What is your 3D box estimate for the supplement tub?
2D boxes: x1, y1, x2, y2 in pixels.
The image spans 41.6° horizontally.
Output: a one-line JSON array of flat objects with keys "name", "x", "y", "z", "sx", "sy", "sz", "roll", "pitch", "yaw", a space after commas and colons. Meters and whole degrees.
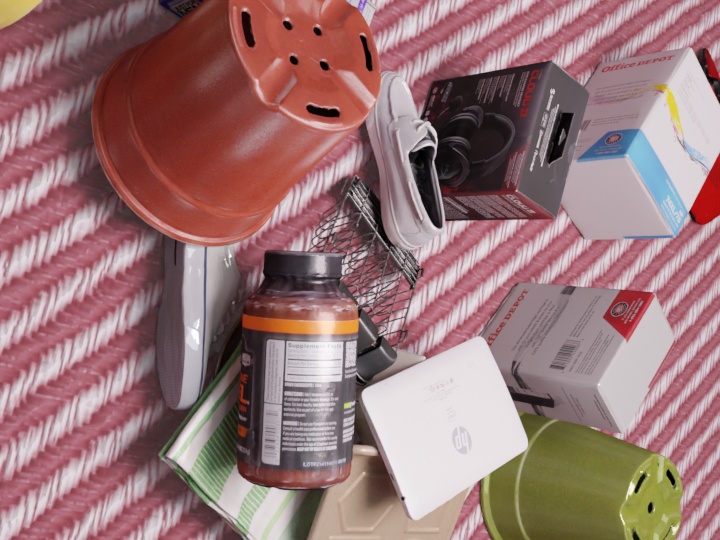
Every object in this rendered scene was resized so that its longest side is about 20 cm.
[{"name": "supplement tub", "x": -0.055, "y": 0.084, "z": 0.842, "sx": 0.106, "sy": 0.106, "sz": 0.203, "roll": 2, "pitch": 91, "yaw": -39}]

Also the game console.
[{"name": "game console", "x": 0.527, "y": -0.206, "z": 1.459, "sx": 0.171, "sy": 0.119, "sz": 0.201, "roll": -35, "pitch": 115, "yaw": 1}]

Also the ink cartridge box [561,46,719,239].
[{"name": "ink cartridge box", "x": 0.361, "y": -0.163, "z": 1.240, "sx": 0.146, "sy": 0.146, "sz": 0.201, "roll": 49, "pitch": 63, "yaw": -28}]

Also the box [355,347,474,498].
[{"name": "box", "x": 0.055, "y": 0.182, "z": 1.022, "sx": 0.082, "sy": 0.068, "sz": 0.201, "roll": -50, "pitch": 132, "yaw": -30}]

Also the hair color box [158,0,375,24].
[{"name": "hair color box", "x": -0.086, "y": -0.260, "z": 0.926, "sx": 0.199, "sy": 0.064, "sz": 0.111, "roll": 27, "pitch": 74, "yaw": -35}]

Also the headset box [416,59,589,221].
[{"name": "headset box", "x": 0.151, "y": -0.136, "z": 1.034, "sx": 0.077, "sy": 0.199, "sz": 0.151, "roll": 26, "pitch": 76, "yaw": -36}]

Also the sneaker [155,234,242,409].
[{"name": "sneaker", "x": -0.143, "y": 0.027, "z": 0.877, "sx": 0.070, "sy": 0.073, "sz": 0.203, "roll": 6, "pitch": 86, "yaw": -34}]

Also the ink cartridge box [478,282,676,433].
[{"name": "ink cartridge box", "x": 0.244, "y": 0.096, "z": 1.118, "sx": 0.145, "sy": 0.199, "sz": 0.084, "roll": -50, "pitch": 123, "yaw": -26}]

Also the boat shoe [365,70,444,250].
[{"name": "boat shoe", "x": 0.053, "y": -0.126, "z": 1.016, "sx": 0.071, "sy": 0.068, "sz": 0.203, "roll": 15, "pitch": 65, "yaw": -43}]

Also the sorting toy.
[{"name": "sorting toy", "x": 0.021, "y": 0.263, "z": 0.961, "sx": 0.183, "sy": 0.036, "sz": 0.202, "roll": 12, "pitch": 107, "yaw": -37}]

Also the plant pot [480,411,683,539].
[{"name": "plant pot", "x": 0.281, "y": 0.273, "z": 1.157, "sx": 0.198, "sy": 0.189, "sz": 0.204, "roll": -2, "pitch": 93, "yaw": -39}]

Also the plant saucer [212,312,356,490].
[{"name": "plant saucer", "x": -0.076, "y": 0.115, "z": 0.951, "sx": 0.199, "sy": 0.036, "sz": 0.204, "roll": -4, "pitch": 96, "yaw": -43}]

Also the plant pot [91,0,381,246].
[{"name": "plant pot", "x": -0.095, "y": -0.147, "z": 0.801, "sx": 0.199, "sy": 0.194, "sz": 0.204, "roll": 16, "pitch": 63, "yaw": -35}]

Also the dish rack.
[{"name": "dish rack", "x": 0.000, "y": 0.000, "z": 0.983, "sx": 0.154, "sy": 0.054, "sz": 0.201, "roll": 54, "pitch": 30, "yaw": -23}]

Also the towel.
[{"name": "towel", "x": -0.087, "y": 0.177, "z": 0.904, "sx": 0.153, "sy": 0.023, "sz": 0.201, "roll": -55, "pitch": 127, "yaw": -27}]

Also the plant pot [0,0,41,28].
[{"name": "plant pot", "x": -0.308, "y": -0.281, "z": 0.672, "sx": 0.189, "sy": 0.199, "sz": 0.203, "roll": 40, "pitch": 66, "yaw": -50}]

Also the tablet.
[{"name": "tablet", "x": 0.089, "y": 0.152, "z": 0.950, "sx": 0.199, "sy": 0.014, "sz": 0.132, "roll": -18, "pitch": 83, "yaw": -44}]
